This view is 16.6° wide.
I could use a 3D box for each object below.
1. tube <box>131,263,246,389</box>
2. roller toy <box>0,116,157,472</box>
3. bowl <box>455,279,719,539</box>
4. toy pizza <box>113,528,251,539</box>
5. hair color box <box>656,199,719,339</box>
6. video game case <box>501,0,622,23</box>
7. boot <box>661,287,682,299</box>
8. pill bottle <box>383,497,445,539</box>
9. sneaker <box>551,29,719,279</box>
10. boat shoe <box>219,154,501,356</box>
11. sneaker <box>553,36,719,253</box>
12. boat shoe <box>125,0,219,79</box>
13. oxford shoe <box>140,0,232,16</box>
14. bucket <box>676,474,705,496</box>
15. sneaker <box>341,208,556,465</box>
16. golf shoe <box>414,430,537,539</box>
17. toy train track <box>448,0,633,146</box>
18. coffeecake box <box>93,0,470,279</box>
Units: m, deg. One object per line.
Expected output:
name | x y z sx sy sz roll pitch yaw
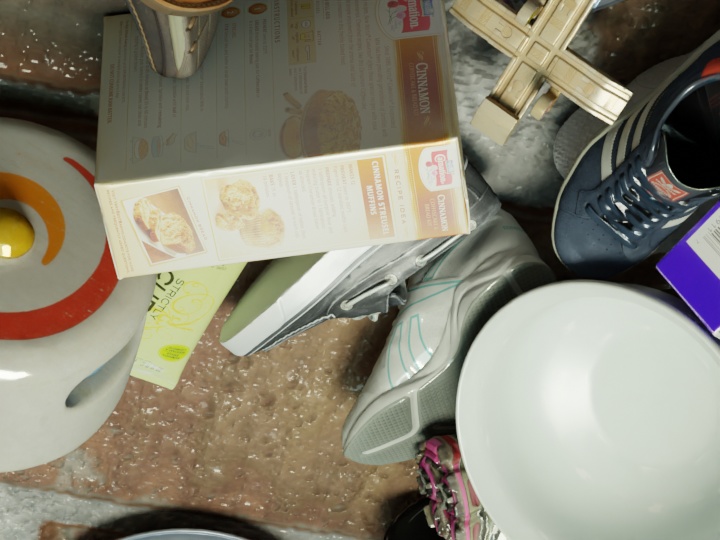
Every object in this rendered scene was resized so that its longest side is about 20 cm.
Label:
tube | -0.108 0.004 1.532 0.058 0.052 0.200 47 129 11
roller toy | -0.214 0.008 1.428 0.181 0.201 0.140 -5 149 -19
bowl | 0.165 0.089 1.483 0.200 0.090 0.203 11 114 27
toy pizza | -0.126 0.246 1.750 0.198 0.032 0.201 -2 132 -2
hair color box | 0.268 0.003 1.472 0.109 0.065 0.200 -46 150 13
video game case | 0.117 -0.230 1.360 0.142 0.019 0.201 -20 130 13
boot | 0.132 0.067 1.576 0.199 0.074 0.075 -33 137 26
pill bottle | 0.068 0.261 1.721 0.111 0.112 0.201 -1 131 -2
sneaker | 0.170 -0.055 1.382 0.075 0.085 0.200 33 125 -7
boat shoe | 0.000 0.000 1.515 0.200 0.072 0.068 -39 109 19
sneaker | 0.224 -0.076 1.465 0.199 0.075 0.115 -23 129 23
boat shoe | -0.124 -0.201 1.334 0.073 0.075 0.201 1 115 19
oxford shoe | -0.054 -0.189 1.279 0.071 0.200 0.072 -30 93 41
bucket | 0.235 0.183 1.609 0.134 0.208 0.207 -31 126 22
sneaker | 0.050 0.043 1.553 0.070 0.081 0.201 15 126 -35
golf shoe | 0.095 0.190 1.575 0.091 0.073 0.201 -17 115 -20
toy train track | 0.118 -0.153 1.368 0.114 0.033 0.201 34 115 6
coffeecake box | -0.044 -0.084 1.387 0.198 0.154 0.073 -7 132 3
